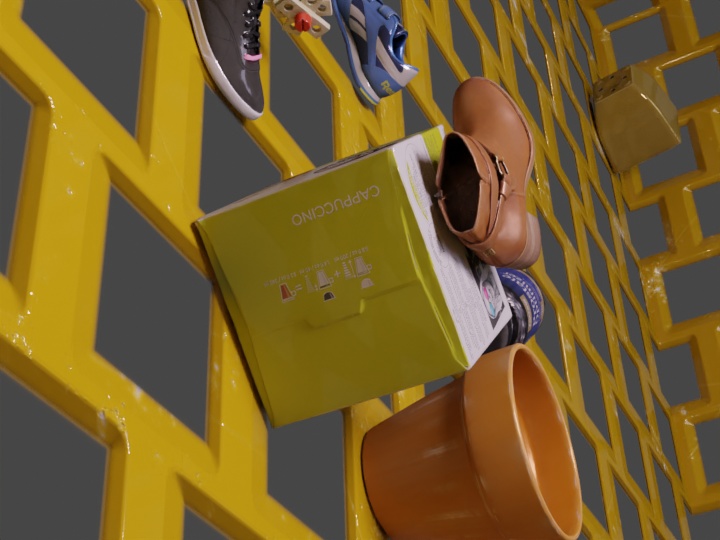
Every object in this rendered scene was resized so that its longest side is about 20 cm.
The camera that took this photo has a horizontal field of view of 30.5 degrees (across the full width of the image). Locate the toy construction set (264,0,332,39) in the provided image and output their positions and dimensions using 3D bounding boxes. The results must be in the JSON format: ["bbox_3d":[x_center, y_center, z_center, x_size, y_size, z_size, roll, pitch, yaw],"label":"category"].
[{"bbox_3d":[-0.095,-0.332,1.421,0.131,0.091,0.202,50,18,-46],"label":"toy construction set"}]

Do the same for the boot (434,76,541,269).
[{"bbox_3d":[0.105,-0.103,1.189,0.154,0.073,0.203,21,49,-60],"label":"boot"}]

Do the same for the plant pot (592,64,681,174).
[{"bbox_3d":[0.707,-0.417,3.465,0.201,0.194,0.195,53,26,-26],"label":"plant pot"}]

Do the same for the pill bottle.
[{"bbox_3d":[0.175,0.063,1.744,0.113,0.110,0.200,70,20,-3],"label":"pill bottle"}]

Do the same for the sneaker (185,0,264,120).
[{"bbox_3d":[-0.110,-0.254,1.286,0.071,0.098,0.203,-33,105,-71],"label":"sneaker"}]

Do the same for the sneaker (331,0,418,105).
[{"bbox_3d":[0.017,-0.319,1.703,0.074,0.081,0.203,0,71,-68],"label":"sneaker"}]

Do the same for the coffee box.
[{"bbox_3d":[0.000,0.000,1.208,0.203,0.197,0.198,70,20,-5],"label":"coffee box"}]

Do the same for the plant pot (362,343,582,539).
[{"bbox_3d":[0.108,0.197,1.346,0.201,0.181,0.202,53,26,-42],"label":"plant pot"}]
